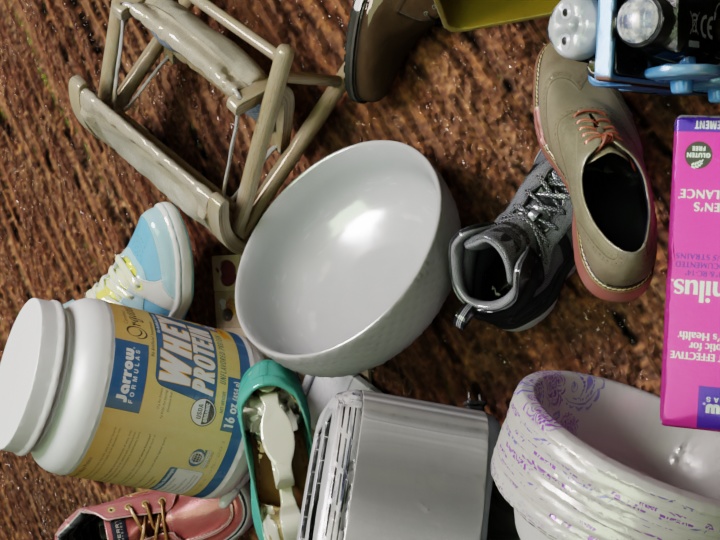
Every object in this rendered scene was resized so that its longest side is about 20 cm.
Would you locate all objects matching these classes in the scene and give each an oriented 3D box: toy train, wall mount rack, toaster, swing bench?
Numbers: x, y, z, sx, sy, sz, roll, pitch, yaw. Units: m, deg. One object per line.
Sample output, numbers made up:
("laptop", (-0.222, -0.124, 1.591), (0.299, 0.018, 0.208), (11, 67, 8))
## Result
("toy train", (0.203, -0.153, 0.758), (0.113, 0.199, 0.088), (4, 97, 41))
("wall mount rack", (-0.030, 0.156, 0.987), (0.199, 0.074, 0.175), (33, 112, 26))
("toaster", (0.027, 0.170, 0.850), (0.114, 0.128, 0.202), (124, 157, -64))
("swing bench", (-0.137, -0.146, 1.003), (0.198, 0.129, 0.201), (37, 112, 23))

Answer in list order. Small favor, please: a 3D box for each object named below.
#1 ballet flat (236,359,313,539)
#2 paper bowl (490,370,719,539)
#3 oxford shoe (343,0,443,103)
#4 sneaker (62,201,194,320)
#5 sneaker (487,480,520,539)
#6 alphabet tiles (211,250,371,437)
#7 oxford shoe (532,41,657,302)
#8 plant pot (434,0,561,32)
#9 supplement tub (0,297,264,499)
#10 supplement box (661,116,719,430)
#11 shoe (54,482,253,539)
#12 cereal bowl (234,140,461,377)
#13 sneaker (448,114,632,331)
("ballet flat", (-0.060, 0.172, 0.915), (0.066, 0.070, 0.203), (-13, 92, 2))
("paper bowl", (0.185, 0.156, 0.789), (0.199, 0.200, 0.106), (25, 105, 27))
("oxford shoe", (0.049, -0.216, 0.917), (0.084, 0.072, 0.202), (35, 111, 22))
("sneaker", (-0.225, 0.030, 1.038), (0.080, 0.129, 0.202), (52, 139, 37))
("sneaker", (0.147, 0.208, 0.882), (0.200, 0.070, 0.100), (42, 117, 34))
("alphabet tiles", (-0.062, 0.085, 1.048), (0.165, 0.008, 0.203), (-1, 94, 31))
("oxford shoe", (0.166, -0.084, 0.791), (0.070, 0.075, 0.202), (-12, 68, -2))
("plant pot", (0.130, -0.300, 0.778), (0.197, 0.200, 0.179), (-7, 73, 13))
("supplement tub", (-0.192, 0.106, 0.970), (0.144, 0.198, 0.146), (-35, 47, 49))
("supplement box", (0.259, 0.000, 0.773), (0.100, 0.103, 0.203), (3, 97, 19))
("shoe", (-0.195, 0.241, 1.093), (0.198, 0.091, 0.072), (-17, 86, 31))
("cereal bowl", (0.000, 0.000, 0.933), (0.198, 0.083, 0.202), (-23, 47, 27))
("sneaker", (0.132, -0.038, 0.855), (0.075, 0.113, 0.202), (34, 110, 24))
